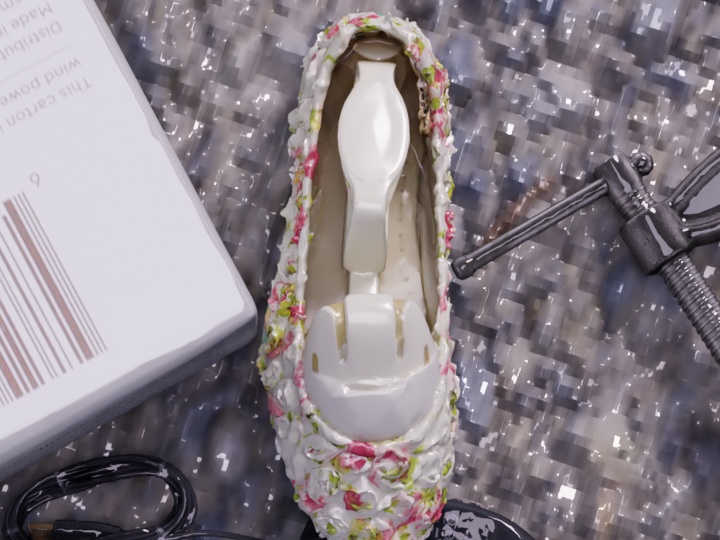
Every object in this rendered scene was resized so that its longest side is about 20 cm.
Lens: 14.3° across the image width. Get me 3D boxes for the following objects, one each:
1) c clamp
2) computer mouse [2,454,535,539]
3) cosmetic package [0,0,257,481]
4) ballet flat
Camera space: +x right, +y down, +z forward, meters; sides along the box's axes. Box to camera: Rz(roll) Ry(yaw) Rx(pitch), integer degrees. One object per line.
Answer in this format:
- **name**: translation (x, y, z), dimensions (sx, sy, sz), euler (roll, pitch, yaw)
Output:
- **c clamp**: translation (0.160, 0.026, 1.037), dimensions (0.171, 0.027, 0.200), euler (-37, 79, -5)
- **computer mouse**: translation (-0.030, 0.103, 1.033), dimensions (0.199, 0.034, 0.059), euler (9, 76, 6)
- **cosmetic package**: translation (-0.143, -0.012, 0.949), dimensions (0.167, 0.200, 0.167), euler (-29, 88, -4)
- **ballet flat**: translation (0.000, 0.000, 1.007), dimensions (0.075, 0.064, 0.201), euler (-2, 76, -3)
